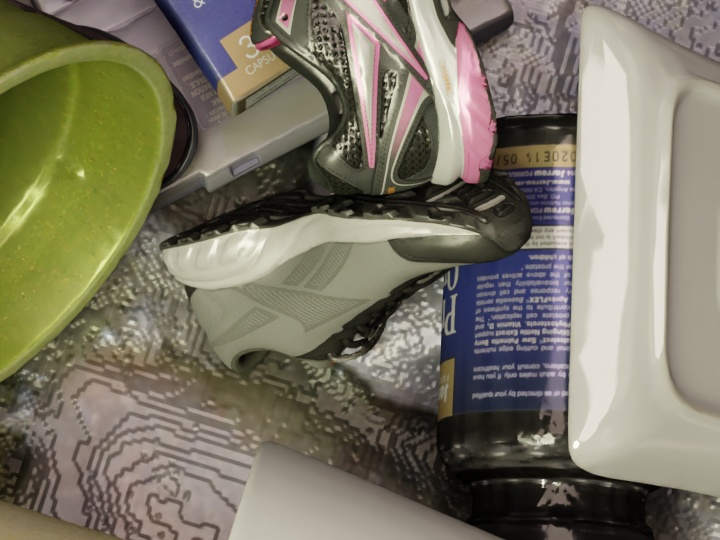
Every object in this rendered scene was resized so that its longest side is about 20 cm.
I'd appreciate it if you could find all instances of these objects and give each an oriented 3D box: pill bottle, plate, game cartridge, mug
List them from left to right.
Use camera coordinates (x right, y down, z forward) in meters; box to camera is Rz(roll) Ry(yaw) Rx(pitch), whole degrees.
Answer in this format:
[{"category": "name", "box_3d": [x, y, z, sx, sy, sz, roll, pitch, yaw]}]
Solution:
[{"category": "game cartridge", "box_3d": [-0.042, -0.124, 1.176, 0.200, 0.038, 0.130, -27, 84, -5]}, {"category": "mug", "box_3d": [0.014, 0.158, 1.026, 0.153, 0.187, 0.150, 14, 95, 1]}, {"category": "pill bottle", "box_3d": [0.091, 0.038, 1.102, 0.112, 0.112, 0.200, 3, 78, 0]}, {"category": "plate", "box_3d": [0.164, 0.000, 1.083, 0.032, 0.199, 0.200, -7, 75, 41]}]

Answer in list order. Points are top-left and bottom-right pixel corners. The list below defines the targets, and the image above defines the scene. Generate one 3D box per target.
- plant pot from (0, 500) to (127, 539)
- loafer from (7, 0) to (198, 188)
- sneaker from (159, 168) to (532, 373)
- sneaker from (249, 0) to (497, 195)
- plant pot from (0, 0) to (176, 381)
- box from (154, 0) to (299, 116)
[{"category": "plant pot", "box_3d": [-0.172, 0.171, 1.049, 0.183, 0.200, 0.201, 11, 78, -10]}, {"category": "loafer", "box_3d": [-0.168, -0.095, 1.134, 0.200, 0.063, 0.072, 32, 102, 19]}, {"category": "sneaker", "box_3d": [0.000, 0.000, 1.093, 0.074, 0.200, 0.079, -28, 102, -45]}, {"category": "sneaker", "box_3d": [-0.009, -0.124, 1.018, 0.086, 0.080, 0.200, -16, 86, -5]}, {"category": "plant pot", "box_3d": [-0.214, -0.068, 1.047, 0.190, 0.200, 0.200, 41, 81, 21]}, {"category": "box", "box_3d": [-0.061, -0.183, 1.079, 0.121, 0.032, 0.200, -34, 83, -7]}]
